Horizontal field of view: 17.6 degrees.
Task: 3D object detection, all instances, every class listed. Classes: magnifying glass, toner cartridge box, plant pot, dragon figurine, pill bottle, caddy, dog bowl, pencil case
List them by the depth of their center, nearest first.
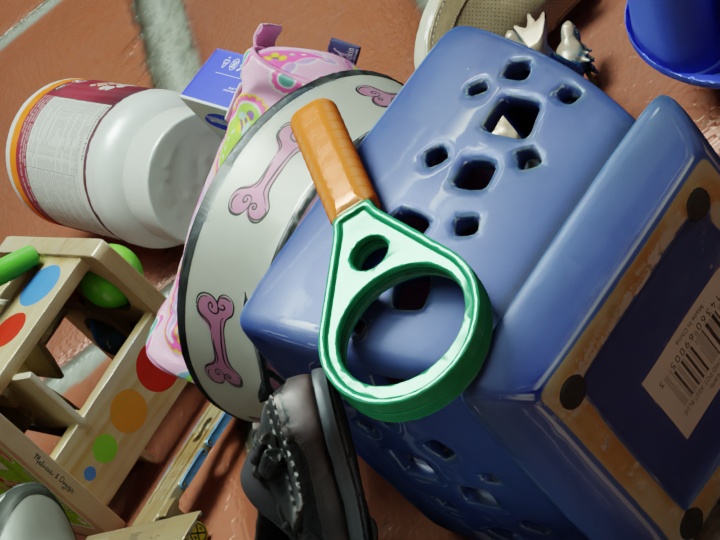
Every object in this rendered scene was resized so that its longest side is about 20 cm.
[{"bbox_3d":[0.005,-0.010,1.060,0.080,0.022,0.200,-32,46,9],"label":"magnifying glass"},{"bbox_3d":[0.098,0.022,1.118,0.180,0.200,0.200,17,66,49],"label":"plant pot"},{"bbox_3d":[0.000,0.000,1.219,0.074,0.200,0.200,25,70,37],"label":"dog bowl"},{"bbox_3d":[-0.053,-0.031,1.283,0.087,0.087,0.200,50,125,59],"label":"pencil case"},{"bbox_3d":[0.222,-0.188,1.317,0.141,0.105,0.200,2,48,20],"label":"caddy"},{"bbox_3d":[0.116,-0.082,1.349,0.059,0.099,0.200,-29,53,20],"label":"dragon figurine"},{"bbox_3d":[-0.025,-0.080,1.417,0.043,0.095,0.200,-52,30,-11],"label":"toner cartridge box"},{"bbox_3d":[-0.157,-0.074,1.609,0.110,0.110,0.200,-53,32,-16],"label":"pill bottle"}]

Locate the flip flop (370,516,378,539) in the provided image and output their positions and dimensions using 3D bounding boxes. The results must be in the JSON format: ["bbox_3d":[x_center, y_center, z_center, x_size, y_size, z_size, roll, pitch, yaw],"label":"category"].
[{"bbox_3d":[-0.072,0.189,1.237,0.200,0.058,0.081,-31,30,24],"label":"flip flop"}]

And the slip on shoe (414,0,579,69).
[{"bbox_3d":[0.111,-0.183,1.470,0.200,0.076,0.061,-46,23,-20],"label":"slip on shoe"}]

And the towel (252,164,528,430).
[{"bbox_3d":[0.019,-0.004,1.394,0.200,0.032,0.191,-31,34,21],"label":"towel"}]

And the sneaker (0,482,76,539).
[{"bbox_3d":[-0.157,0.200,1.253,0.079,0.074,0.200,-37,50,27],"label":"sneaker"}]

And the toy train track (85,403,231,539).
[{"bbox_3d":[-0.104,0.136,1.372,0.115,0.033,0.200,-18,33,48],"label":"toy train track"}]

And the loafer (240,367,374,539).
[{"bbox_3d":[-0.029,0.109,1.102,0.063,0.200,0.072,-12,64,-1],"label":"loafer"}]

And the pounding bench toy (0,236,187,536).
[{"bbox_3d":[-0.207,0.041,1.438,0.124,0.200,0.156,3,54,51],"label":"pounding bench toy"}]
